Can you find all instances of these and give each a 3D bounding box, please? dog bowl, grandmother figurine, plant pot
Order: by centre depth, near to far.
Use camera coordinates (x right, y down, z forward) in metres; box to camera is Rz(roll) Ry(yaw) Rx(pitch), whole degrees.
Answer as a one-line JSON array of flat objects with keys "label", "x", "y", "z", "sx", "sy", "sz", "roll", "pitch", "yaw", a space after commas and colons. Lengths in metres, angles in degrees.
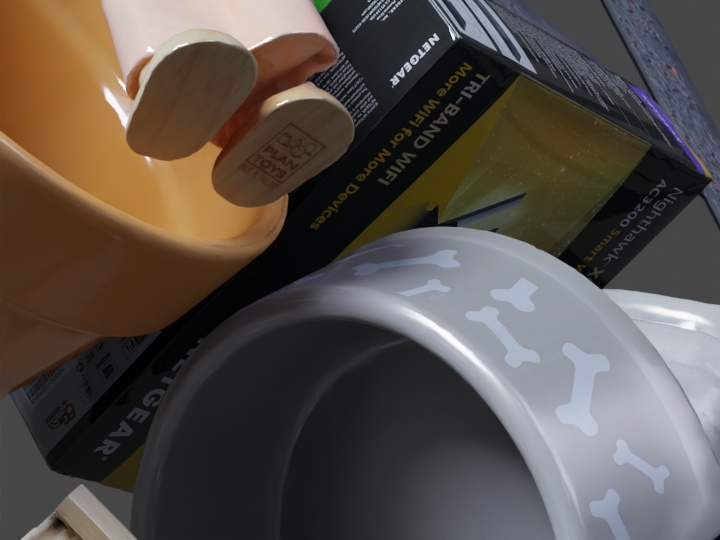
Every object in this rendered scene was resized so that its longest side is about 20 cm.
[{"label": "plant pot", "x": -0.140, "y": -0.038, "z": 0.764, "sx": 0.200, "sy": 0.140, "sz": 0.200, "roll": 40, "pitch": 22, "yaw": -20}, {"label": "dog bowl", "x": 0.012, "y": 0.089, "z": 0.771, "sx": 0.059, "sy": 0.200, "sz": 0.200, "roll": -8, "pitch": 57, "yaw": -50}, {"label": "grandmother figurine", "x": -0.057, "y": -0.108, "z": 0.779, "sx": 0.121, "sy": 0.061, "sz": 0.200, "roll": 39, "pitch": 22, "yaw": -48}]

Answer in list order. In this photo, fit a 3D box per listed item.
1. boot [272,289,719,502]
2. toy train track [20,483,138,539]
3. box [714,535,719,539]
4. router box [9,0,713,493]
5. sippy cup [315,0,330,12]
[{"label": "boot", "x": 0.042, "y": 0.059, "z": 0.855, "sx": 0.074, "sy": 0.200, "sz": 0.096, "roll": 58, "pitch": 47, "yaw": -27}, {"label": "toy train track", "x": -0.096, "y": 0.092, "z": 0.652, "sx": 0.115, "sy": 0.033, "sz": 0.200, "roll": 45, "pitch": 22, "yaw": 1}, {"label": "box", "x": 0.117, "y": 0.190, "z": 0.795, "sx": 0.104, "sy": 0.182, "sz": 0.200, "roll": 32, "pitch": 24, "yaw": -37}, {"label": "router box", "x": 0.000, "y": 0.000, "z": 0.888, "sx": 0.157, "sy": 0.200, "sz": 0.052, "roll": 21, "pitch": 28, "yaw": -49}, {"label": "sippy cup", "x": -0.097, "y": -0.114, "z": 1.026, "sx": 0.130, "sy": 0.178, "sz": 0.140, "roll": -25, "pitch": 102, "yaw": -58}]
